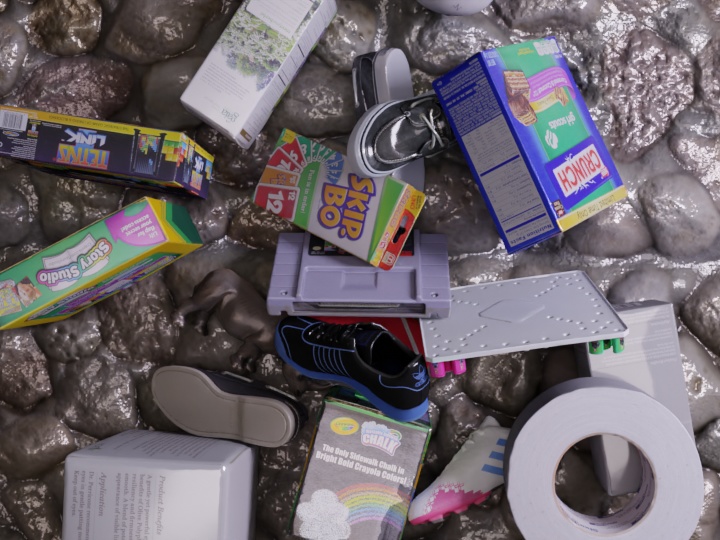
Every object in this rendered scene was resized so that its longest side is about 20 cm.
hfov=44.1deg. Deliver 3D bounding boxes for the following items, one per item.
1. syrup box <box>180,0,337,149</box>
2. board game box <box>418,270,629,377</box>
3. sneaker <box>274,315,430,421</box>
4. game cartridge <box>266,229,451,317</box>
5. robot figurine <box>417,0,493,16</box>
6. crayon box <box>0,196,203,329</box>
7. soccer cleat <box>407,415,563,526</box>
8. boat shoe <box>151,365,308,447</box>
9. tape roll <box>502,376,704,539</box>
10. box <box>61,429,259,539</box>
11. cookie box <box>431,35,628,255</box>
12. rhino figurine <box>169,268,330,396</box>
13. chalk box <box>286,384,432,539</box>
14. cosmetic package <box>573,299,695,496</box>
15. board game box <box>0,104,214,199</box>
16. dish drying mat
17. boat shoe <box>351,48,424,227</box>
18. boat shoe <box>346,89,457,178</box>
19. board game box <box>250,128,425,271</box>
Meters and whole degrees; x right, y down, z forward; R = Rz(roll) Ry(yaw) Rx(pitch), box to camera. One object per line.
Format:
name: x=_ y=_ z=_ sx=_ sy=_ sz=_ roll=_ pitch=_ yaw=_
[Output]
syrup box: x=-0.114 y=-0.247 z=1.018 sx=0.078 sy=0.081 sz=0.201 roll=33 pitch=91 yaw=4
board game box: x=0.163 y=0.053 z=0.951 sx=0.198 sy=0.200 sz=0.026 roll=-8 pitch=107 yaw=3
sneaker: x=-0.011 y=0.081 z=0.933 sx=0.199 sy=0.070 sz=0.078 roll=23 pitch=135 yaw=28
game cartridge: x=0.000 y=0.000 z=0.995 sx=0.198 sy=0.130 sz=0.039 roll=0 pitch=132 yaw=2
robot figurine: x=0.118 y=-0.376 z=0.960 sx=0.124 sy=0.150 sz=0.201 roll=36 pitch=134 yaw=19
crayon box: x=-0.288 y=-0.009 z=0.978 sx=0.199 sy=0.173 sz=0.059 roll=-28 pitch=89 yaw=2
soccer cleat: x=0.133 y=0.219 z=1.008 sx=0.198 sy=0.070 sz=0.087 roll=-21 pitch=75 yaw=-13
boat shoe: x=-0.150 y=0.153 z=1.022 sx=0.198 sy=0.063 sz=0.074 roll=12 pitch=100 yaw=26
tape roll: x=0.250 y=0.216 z=0.930 sx=0.198 sy=0.066 sz=0.203 roll=0 pitch=91 yaw=6
box: x=-0.208 y=0.285 z=0.960 sx=0.169 sy=0.200 sz=0.201 roll=2 pitch=88 yaw=4
cookie box: x=0.187 y=-0.139 z=0.962 sx=0.075 sy=0.171 sz=0.202 roll=-25 pitch=90 yaw=43
rhino figurine: x=-0.116 y=0.076 z=1.028 sx=0.199 sy=0.060 sz=0.088 roll=36 pitch=94 yaw=1
chalk box: x=0.007 y=0.201 z=0.991 sx=0.123 sy=0.124 sz=0.202 roll=17 pitch=89 yaw=4
cosmetic package: x=0.306 y=0.140 z=0.998 sx=0.106 sy=0.090 sz=0.202 roll=-7 pitch=92 yaw=3
board game box: x=-0.278 y=-0.127 z=0.982 sx=0.198 sy=0.165 sz=0.057 roll=9 pitch=88 yaw=3
dish drying mat: x=-0.004 y=0.054 z=1.025 sx=0.199 sy=0.018 sz=0.077 roll=29 pitch=55 yaw=2
boat shoe: x=0.025 y=-0.149 z=1.023 sx=0.067 sy=0.072 sz=0.202 roll=1 pitch=105 yaw=35
boat shoe: x=0.068 y=-0.159 z=0.962 sx=0.200 sy=0.070 sz=0.073 roll=-36 pitch=117 yaw=-37
board game box: x=-0.028 y=-0.081 z=1.001 sx=0.199 sy=0.030 sz=0.096 roll=27 pitch=93 yaw=26
